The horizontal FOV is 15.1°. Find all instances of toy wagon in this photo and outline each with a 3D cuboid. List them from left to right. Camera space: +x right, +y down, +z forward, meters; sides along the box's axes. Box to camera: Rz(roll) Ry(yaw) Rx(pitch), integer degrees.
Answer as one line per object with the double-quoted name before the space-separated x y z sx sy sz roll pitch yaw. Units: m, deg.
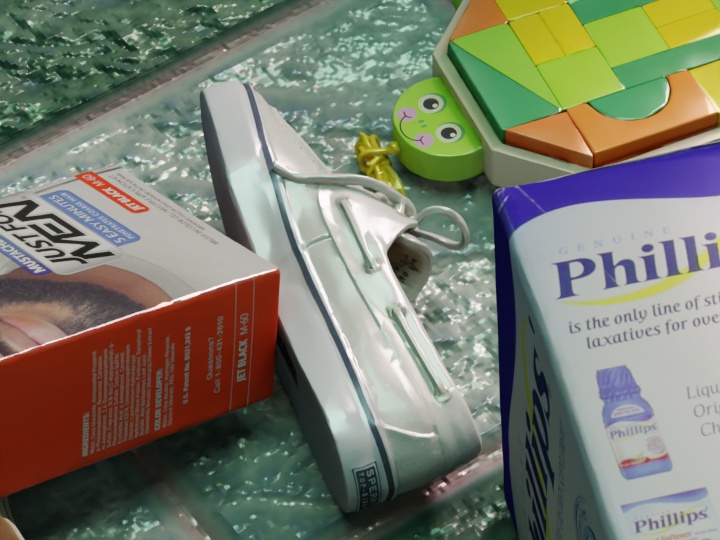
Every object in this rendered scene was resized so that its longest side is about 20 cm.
"toy wagon" 0.094 -0.079 1.165 0.200 0.040 0.155 -18 51 -13

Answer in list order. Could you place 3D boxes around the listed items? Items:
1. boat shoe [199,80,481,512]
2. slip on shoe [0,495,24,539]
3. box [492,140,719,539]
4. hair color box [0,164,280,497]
"boat shoe" 0.000 -0.002 1.081 0.086 0.075 0.202 -17 53 -11
"slip on shoe" -0.159 0.103 1.007 0.076 0.061 0.200 -10 31 -25
"box" 0.118 0.091 0.925 0.105 0.184 0.200 -11 49 -5
"hair color box" -0.141 0.028 1.018 0.200 0.064 0.111 -20 37 -36
